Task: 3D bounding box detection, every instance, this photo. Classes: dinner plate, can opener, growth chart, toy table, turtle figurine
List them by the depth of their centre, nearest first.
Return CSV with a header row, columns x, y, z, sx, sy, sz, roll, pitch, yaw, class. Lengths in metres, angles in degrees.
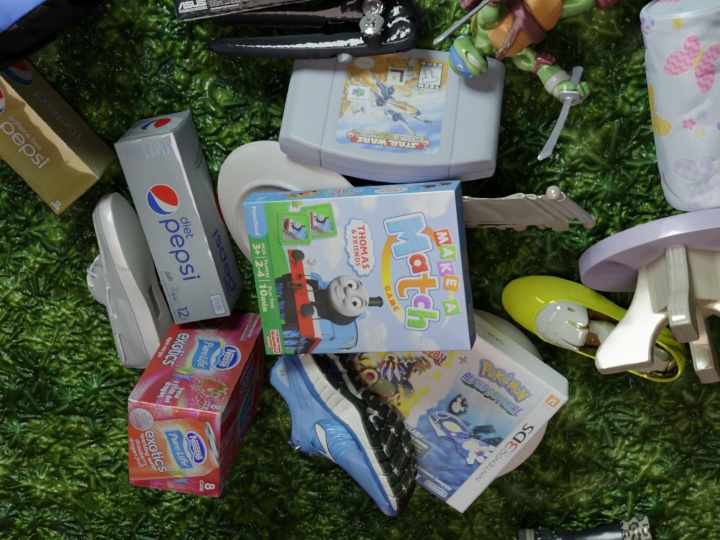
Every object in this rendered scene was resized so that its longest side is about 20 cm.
x,y,z,sx,sy,sz,roll,pitch,yaw,class
0.170,-0.211,1.017,0.194,0.200,0.144,-41,100,11,turtle figurine
-0.041,-0.216,1.091,0.198,0.079,0.064,-5,79,5,can opener
0.308,0.025,1.121,0.199,0.118,0.183,-18,152,30,toy table
0.116,-0.057,1.135,0.198,0.145,0.018,1,80,18,growth chart
-0.062,-0.035,1.170,0.199,0.024,0.201,22,138,20,dinner plate

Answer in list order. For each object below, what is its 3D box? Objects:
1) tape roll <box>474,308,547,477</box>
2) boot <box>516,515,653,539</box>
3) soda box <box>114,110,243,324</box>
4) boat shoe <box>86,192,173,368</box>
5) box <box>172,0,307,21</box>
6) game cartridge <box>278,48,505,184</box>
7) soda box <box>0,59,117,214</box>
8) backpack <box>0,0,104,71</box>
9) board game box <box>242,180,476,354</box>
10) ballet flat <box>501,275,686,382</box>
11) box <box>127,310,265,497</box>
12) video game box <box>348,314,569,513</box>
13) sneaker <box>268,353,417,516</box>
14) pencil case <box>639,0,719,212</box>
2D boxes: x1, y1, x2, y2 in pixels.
x,y,z,sx,sy,sz,roll,pitch,yaw,class
0.101,0.135,1.275,0.201,0.037,0.205,3,116,7,tape roll
0.265,0.366,1.347,0.152,0.074,0.205,-13,115,10,boot
-0.178,-0.052,1.203,0.063,0.068,0.202,-9,114,13,soda box
-0.249,0.015,1.250,0.068,0.072,0.201,-8,123,11,boat shoe
-0.077,-0.321,1.051,0.198,0.086,0.165,-7,115,10,box
0.030,-0.144,1.102,0.198,0.134,0.042,6,147,3,game cartridge
-0.334,-0.155,1.173,0.064,0.068,0.200,-37,106,20,soda box
-0.320,-0.265,1.045,0.162,0.200,0.168,-35,107,22,backpack
0.000,0.000,1.102,0.198,0.037,0.153,-3,108,15,board game box
0.237,0.061,1.206,0.198,0.067,0.067,21,117,-3,ballet flat
-0.160,0.126,1.212,0.095,0.200,0.101,8,116,5,box
0.081,0.129,1.229,0.199,0.047,0.183,34,113,-7,video game box
-0.019,0.160,1.199,0.089,0.078,0.201,-34,91,30,sneaker
0.308,-0.153,1.086,0.090,0.083,0.202,-13,113,6,pencil case
